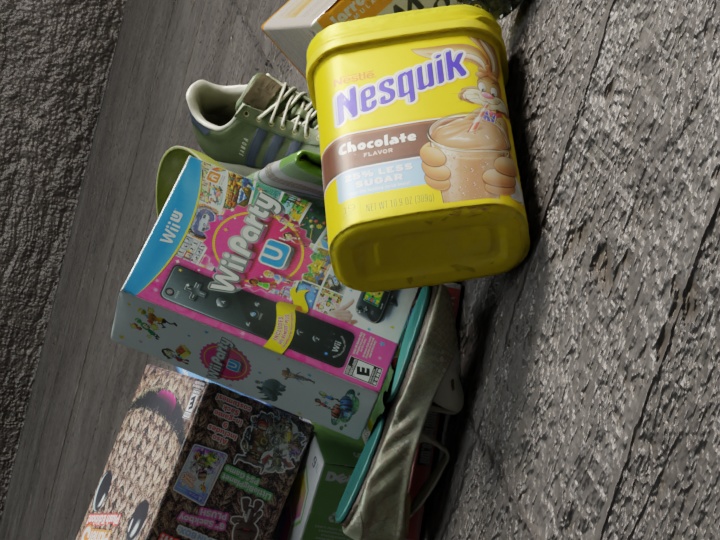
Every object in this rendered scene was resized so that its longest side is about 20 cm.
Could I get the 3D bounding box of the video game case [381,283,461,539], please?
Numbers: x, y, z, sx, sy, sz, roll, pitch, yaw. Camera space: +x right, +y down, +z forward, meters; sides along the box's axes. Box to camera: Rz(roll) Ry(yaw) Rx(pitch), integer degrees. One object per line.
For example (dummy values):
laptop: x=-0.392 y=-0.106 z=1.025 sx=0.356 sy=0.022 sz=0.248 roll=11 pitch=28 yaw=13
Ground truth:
video game case: x=0.033 y=0.110 z=1.589 sx=0.143 sy=0.017 sz=0.200 roll=171 pitch=109 yaw=-74

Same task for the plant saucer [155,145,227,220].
plant saucer: x=-0.114 y=-0.009 z=1.686 sx=0.200 sy=0.031 sz=0.200 roll=45 pitch=143 yaw=47

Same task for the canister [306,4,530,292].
canister: x=0.041 y=-0.087 z=1.465 sx=0.087 sy=0.148 sz=0.200 roll=78 pitch=-175 yaw=-49

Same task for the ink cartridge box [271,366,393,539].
ink cartridge box: x=-0.023 y=0.172 z=1.596 sx=0.104 sy=0.059 sz=0.200 roll=-113 pitch=38 yaw=-65

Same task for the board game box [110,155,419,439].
board game box: x=-0.064 y=0.018 z=1.520 sx=0.064 sy=0.200 sz=0.148 roll=109 pitch=-178 yaw=-50

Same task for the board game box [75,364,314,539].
board game box: x=-0.141 y=0.189 z=1.613 sx=0.159 sy=0.097 sz=0.200 roll=4 pitch=72 yaw=66

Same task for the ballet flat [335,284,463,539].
ballet flat: x=0.042 y=0.107 z=1.487 sx=0.067 sy=0.062 sz=0.200 roll=-98 pitch=28 yaw=-79

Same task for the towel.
towel: x=-0.014 y=-0.053 z=1.625 sx=0.200 sy=0.149 sz=0.031 roll=161 pitch=119 yaw=-71

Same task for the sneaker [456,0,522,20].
sneaker: x=0.116 y=-0.278 z=1.501 sx=0.072 sy=0.072 sz=0.200 roll=-38 pitch=-35 yaw=-58

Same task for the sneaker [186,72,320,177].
sneaker: x=-0.067 y=-0.120 z=1.696 sx=0.200 sy=0.090 sz=0.067 roll=5 pitch=45 yaw=40

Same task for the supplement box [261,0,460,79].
supplement box: x=0.003 y=-0.219 z=1.721 sx=0.126 sy=0.074 sz=0.200 roll=-43 pitch=14 yaw=-6

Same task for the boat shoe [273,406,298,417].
boat shoe: x=-0.023 y=0.077 z=1.688 sx=0.200 sy=0.068 sz=0.072 roll=118 pitch=135 yaw=-62

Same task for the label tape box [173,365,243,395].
label tape box: x=-0.118 y=0.118 z=1.814 sx=0.200 sy=0.063 sz=0.144 roll=79 pitch=166 yaw=-54
